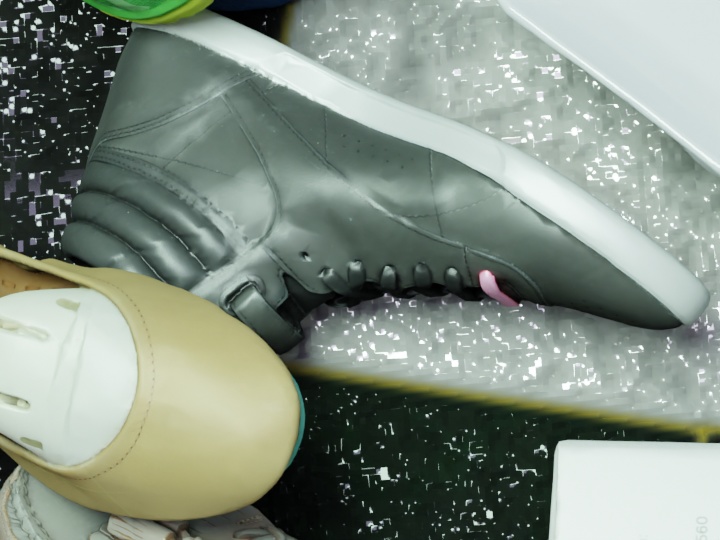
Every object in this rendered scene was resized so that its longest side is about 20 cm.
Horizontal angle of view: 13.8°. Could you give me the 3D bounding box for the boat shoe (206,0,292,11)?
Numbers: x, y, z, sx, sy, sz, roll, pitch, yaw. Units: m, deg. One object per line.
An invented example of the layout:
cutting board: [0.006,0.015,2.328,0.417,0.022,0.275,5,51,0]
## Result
boat shoe: [0.010,-0.146,0.876,0.200,0.084,0.069,-25,73,27]

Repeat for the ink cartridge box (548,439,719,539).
ink cartridge box: [0.152,0.096,0.795,0.199,0.146,0.085,1,78,8]

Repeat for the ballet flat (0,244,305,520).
ballet flat: [-0.104,0.025,0.851,0.200,0.063,0.069,17,93,41]

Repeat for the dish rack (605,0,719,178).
dish rack: [0.141,-0.134,0.905,0.171,0.044,0.200,-27,75,2]

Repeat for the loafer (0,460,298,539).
loafer: [-0.021,0.108,0.850,0.200,0.063,0.072,39,54,13]

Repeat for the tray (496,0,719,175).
tray: [0.140,-0.123,0.869,0.107,0.022,0.200,38,85,14]

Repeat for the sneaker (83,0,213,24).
sneaker: [-0.107,-0.129,0.891,0.200,0.083,0.074,27,99,37]

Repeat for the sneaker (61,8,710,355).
sneaker: [0.000,0.000,0.882,0.200,0.071,0.099,25,83,19]
